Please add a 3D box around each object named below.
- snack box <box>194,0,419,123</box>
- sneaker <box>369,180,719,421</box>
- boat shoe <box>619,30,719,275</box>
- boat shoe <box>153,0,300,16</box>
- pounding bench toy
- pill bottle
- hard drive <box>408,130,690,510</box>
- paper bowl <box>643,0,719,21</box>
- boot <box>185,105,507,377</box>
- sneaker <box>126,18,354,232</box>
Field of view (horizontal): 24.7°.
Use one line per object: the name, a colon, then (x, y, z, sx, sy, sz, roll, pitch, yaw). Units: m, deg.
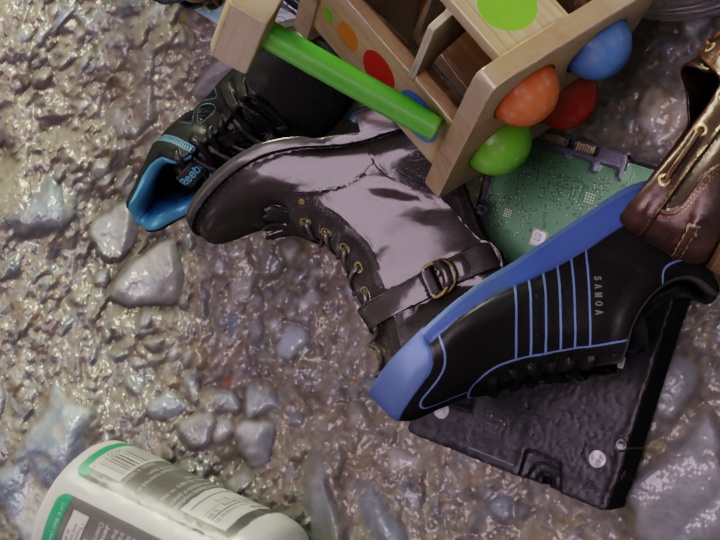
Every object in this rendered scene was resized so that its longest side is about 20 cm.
snack box: (-0.039, -0.194, 1.082, 0.200, 0.037, 0.116, 37, 105, 25)
sneaker: (0.103, 0.034, 0.900, 0.200, 0.070, 0.078, -35, 75, -4)
boat shoe: (0.205, -0.095, 0.887, 0.070, 0.070, 0.200, 26, 69, 10)
boat shoe: (-0.087, -0.194, 1.053, 0.200, 0.071, 0.091, 44, 114, 28)
pounding bench toy: (0.037, -0.123, 0.908, 0.200, 0.124, 0.156, -33, 75, -24)
pill bottle: (-0.101, 0.193, 1.042, 0.199, 0.113, 0.114, 21, 96, 28)
hard drive: (0.121, 0.024, 0.979, 0.139, 0.038, 0.201, 18, 95, 28)
paper bowl: (0.176, -0.250, 0.935, 0.200, 0.104, 0.202, -3, 84, 29)
boot: (0.000, 0.000, 0.983, 0.199, 0.069, 0.175, -22, 75, 19)
sneaker: (-0.074, -0.084, 1.037, 0.073, 0.082, 0.200, 44, 135, -10)
